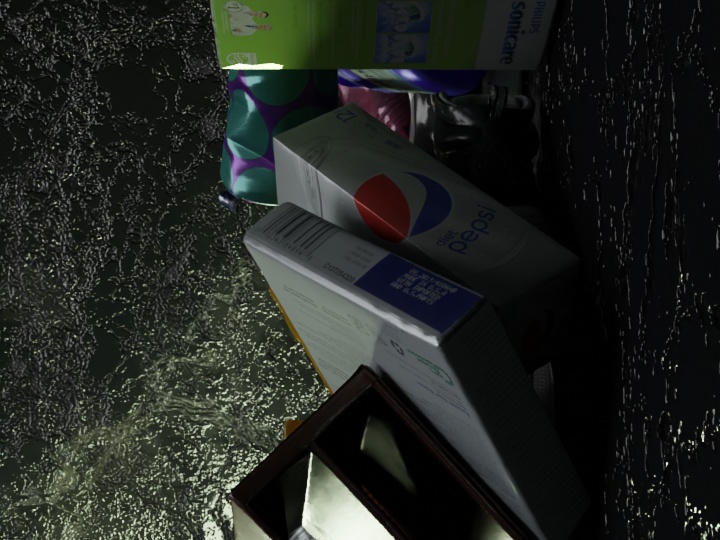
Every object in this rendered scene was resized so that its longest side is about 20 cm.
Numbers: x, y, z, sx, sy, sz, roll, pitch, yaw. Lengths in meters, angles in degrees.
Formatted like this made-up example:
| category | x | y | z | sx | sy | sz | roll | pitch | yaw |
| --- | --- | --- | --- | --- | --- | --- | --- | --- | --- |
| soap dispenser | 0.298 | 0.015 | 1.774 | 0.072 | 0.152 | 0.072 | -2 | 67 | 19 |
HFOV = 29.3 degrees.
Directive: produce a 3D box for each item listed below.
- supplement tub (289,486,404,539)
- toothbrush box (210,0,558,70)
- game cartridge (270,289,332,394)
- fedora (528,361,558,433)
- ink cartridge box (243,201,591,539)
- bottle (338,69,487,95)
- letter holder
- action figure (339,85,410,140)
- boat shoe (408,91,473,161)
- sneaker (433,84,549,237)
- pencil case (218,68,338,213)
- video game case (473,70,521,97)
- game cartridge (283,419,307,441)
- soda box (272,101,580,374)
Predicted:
| category | x | y | z | sx | sy | sz | roll | pitch | yaw |
| --- | --- | --- | --- | --- | --- | --- | --- | --- | --- |
| supplement tub | 0.018 | 0.209 | 0.964 | 0.201 | 0.122 | 0.123 | 57 | 166 | 21 |
| toothbrush box | 0.012 | -0.203 | 0.822 | 0.086 | 0.197 | 0.147 | 90 | 179 | -67 |
| game cartridge | -0.022 | -0.010 | 1.071 | 0.200 | 0.032 | 0.178 | -129 | 42 | -52 |
| fedora | 0.069 | 0.098 | 0.904 | 0.200 | 0.089 | 0.179 | -95 | 4 | -75 |
| ink cartridge box | 0.037 | 0.069 | 0.752 | 0.196 | 0.043 | 0.201 | 27 | 152 | 53 |
| bottle | 0.017 | -0.163 | 0.984 | 0.200 | 0.083 | 0.066 | 18 | 88 | 63 |
| letter holder | 0.010 | 0.165 | 0.784 | 0.142 | 0.100 | 0.200 | 44 | 162 | 13 |
| action figure | 0.032 | -0.135 | 1.186 | 0.201 | 0.148 | 0.134 | 54 | -179 | 18 |
| boat shoe | 0.067 | -0.125 | 1.037 | 0.067 | 0.057 | 0.202 | 27 | -122 | -49 |
| sneaker | 0.078 | -0.054 | 0.902 | 0.200 | 0.075 | 0.115 | 126 | 144 | -79 |
| pencil case | -0.059 | -0.143 | 0.953 | 0.085 | 0.092 | 0.202 | -36 | -41 | -46 |
| video game case | 0.098 | -0.173 | 1.016 | 0.182 | 0.023 | 0.203 | -100 | 9 | -83 |
| game cartridge | 0.027 | 0.212 | 1.064 | 0.033 | 0.174 | 0.202 | 94 | 176 | -64 |
| soda box | 0.032 | -0.018 | 0.789 | 0.200 | 0.063 | 0.069 | 39 | 143 | 37 |
